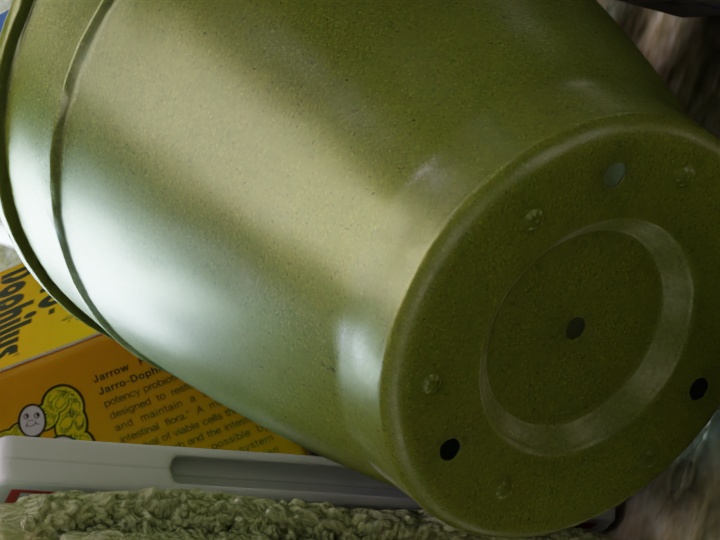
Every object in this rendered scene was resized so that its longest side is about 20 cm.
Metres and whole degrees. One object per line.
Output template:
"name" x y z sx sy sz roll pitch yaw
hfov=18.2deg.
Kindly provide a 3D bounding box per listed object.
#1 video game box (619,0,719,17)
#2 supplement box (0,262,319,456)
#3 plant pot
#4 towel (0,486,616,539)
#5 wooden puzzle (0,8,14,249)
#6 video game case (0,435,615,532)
"video game box" 0.136 -0.177 0.676 0.182 0.047 0.201 -153 79 -76
"supplement box" -0.066 0.089 0.893 0.109 0.109 0.201 -106 -6 -69
"plant pot" 0.015 -0.020 0.682 0.193 0.200 0.201 41 118 48
"towel" -0.027 0.103 0.714 0.148 0.199 0.037 130 143 -62
"wooden puzzle" -0.080 -0.094 0.849 0.200 0.046 0.185 -48 31 -18
"video game case" -0.033 0.091 0.755 0.143 0.199 0.018 128 144 -61
